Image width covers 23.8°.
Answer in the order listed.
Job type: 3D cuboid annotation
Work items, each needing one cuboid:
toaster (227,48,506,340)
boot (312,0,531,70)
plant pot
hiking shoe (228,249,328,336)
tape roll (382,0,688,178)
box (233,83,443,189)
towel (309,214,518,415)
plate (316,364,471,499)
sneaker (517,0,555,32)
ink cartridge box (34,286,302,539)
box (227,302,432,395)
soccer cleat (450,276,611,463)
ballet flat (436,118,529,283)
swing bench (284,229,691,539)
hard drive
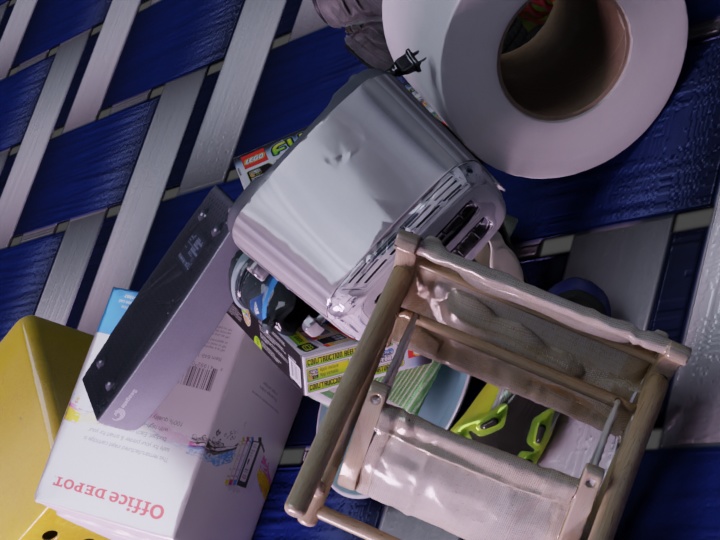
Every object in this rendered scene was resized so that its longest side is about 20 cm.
[{"bbox_3d":[0.013,-0.046,1.217,0.200,0.114,0.129,-46,64,0],"label":"toaster"},{"bbox_3d":[0.059,-0.199,1.465,0.070,0.200,0.131,-45,7,-36],"label":"boot"},{"bbox_3d":[-0.281,0.196,1.649,0.200,0.199,0.177,-46,44,25],"label":"plant pot"},{"bbox_3d":[0.000,0.000,1.329,0.199,0.075,0.087,-24,39,-17],"label":"hiking shoe"},{"bbox_3d":[0.131,-0.189,1.307,0.203,0.202,0.139,-54,29,12],"label":"tape roll"},{"bbox_3d":[-0.005,-0.099,1.495,0.199,0.035,0.110,-23,34,-1],"label":"box"},{"bbox_3d":[0.041,0.035,1.390,0.152,0.023,0.201,21,82,59],"label":"towel"},{"bbox_3d":[0.035,0.095,1.394,0.200,0.025,0.201,-37,38,35],"label":"plate"},{"bbox_3d":[0.165,-0.247,1.432,0.200,0.078,0.091,-46,43,32],"label":"sneaker"},{"bbox_3d":[-0.161,0.143,1.489,0.146,0.145,0.201,12,72,26],"label":"ink cartridge box"},{"bbox_3d":[-0.034,0.035,1.375,0.200,0.109,0.035,-141,42,-58],"label":"box"},{"bbox_3d":[0.119,0.092,1.248,0.201,0.064,0.084,-57,0,16],"label":"soccer cleat"},{"bbox_3d":[0.086,-0.037,1.292,0.068,0.201,0.068,-26,-2,-21],"label":"ballet flat"},{"bbox_3d":[0.081,0.106,1.107,0.130,0.198,0.201,81,-148,-79],"label":"swing bench"},{"bbox_3d":[-0.150,0.031,1.382,0.201,0.042,0.135,-55,20,2],"label":"hard drive"}]
